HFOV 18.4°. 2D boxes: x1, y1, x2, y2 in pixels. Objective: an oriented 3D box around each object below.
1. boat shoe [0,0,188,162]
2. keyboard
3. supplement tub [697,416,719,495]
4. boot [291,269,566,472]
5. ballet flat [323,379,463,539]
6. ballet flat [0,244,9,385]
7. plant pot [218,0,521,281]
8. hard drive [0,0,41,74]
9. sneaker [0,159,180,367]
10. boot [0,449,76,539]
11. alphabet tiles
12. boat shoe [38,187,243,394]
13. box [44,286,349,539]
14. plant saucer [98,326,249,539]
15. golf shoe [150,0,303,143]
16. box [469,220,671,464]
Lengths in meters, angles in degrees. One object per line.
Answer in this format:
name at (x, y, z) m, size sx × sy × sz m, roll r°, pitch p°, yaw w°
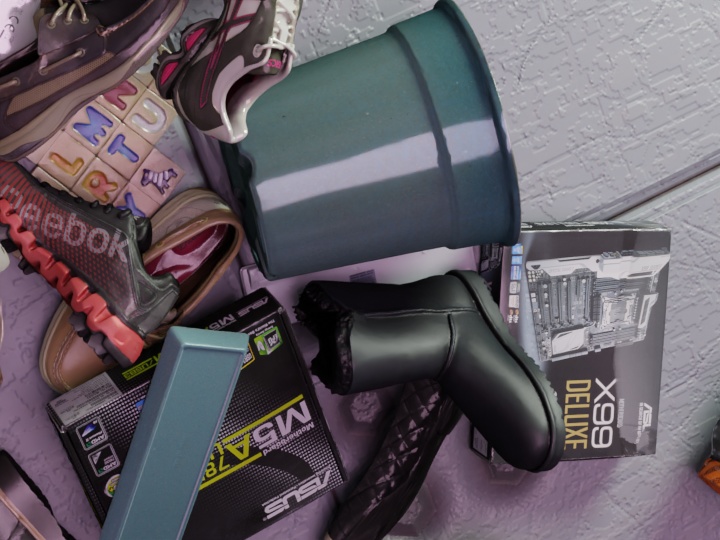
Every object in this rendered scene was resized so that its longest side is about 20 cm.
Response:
boat shoe at (-0.210, -0.164, 1.625) m, size 0.200 × 0.075 × 0.073 m, roll -40°, pitch 114°, yaw 6°
keyboard at (0.000, 0.000, 1.818) m, size 0.200 × 0.011 × 0.056 m, roll -15°, pitch 111°, yaw -16°
supplement tub at (0.388, 0.125, 1.924) m, size 0.122 × 0.123 × 0.200 m, roll 38°, pitch 87°, yaw -23°
boot at (0.051, 0.085, 1.755) m, size 0.168 × 0.200 × 0.076 m, roll -7°, pitch 145°, yaw -33°
ballet flat at (0.024, 0.160, 1.844) m, size 0.200 × 0.057 × 0.066 m, roll -58°, pitch 155°, yaw 0°
ballet flat at (-0.291, 0.015, 1.636) m, size 0.065 × 0.070 × 0.200 m, roll -31°, pitch 137°, yaw -52°
plant pot at (0.000, -0.088, 1.709) m, size 0.196 × 0.200 × 0.201 m, roll -16°, pitch 106°, yaw -9°
hard drive at (-0.282, -0.230, 1.652) m, size 0.200 × 0.027 × 0.132 m, roll 28°, pitch 91°, yaw -21°
sneaker at (-0.213, -0.026, 1.667) m, size 0.098 × 0.071 × 0.200 m, roll -42°, pitch 83°, yaw -7°
boot at (-0.275, 0.259, 1.741) m, size 0.138 × 0.077 × 0.200 m, roll -36°, pitch 98°, yaw -5°
alphabet tiles at (-0.218, -0.098, 1.717) m, size 0.167 × 0.008 × 0.200 m, roll 38°, pitch 87°, yaw -22°
boat shoe at (-0.169, 0.020, 1.723) m, size 0.200 × 0.066 × 0.074 m, roll -50°, pitch 121°, yaw -4°
box at (-0.125, 0.137, 1.750) m, size 0.200 × 0.048 × 0.193 m, roll -28°, pitch 125°, yaw -13°
plant saucer at (-0.142, 0.136, 1.701) m, size 0.070 × 0.019 × 0.200 m, roll 7°, pitch 115°, yaw -32°
golf shoe at (-0.067, -0.186, 1.612) m, size 0.077 × 0.088 × 0.200 m, roll 11°, pitch 116°, yaw -49°
box at (0.177, 0.059, 1.871) m, size 0.157 × 0.050 × 0.200 m, roll -1°, pitch 101°, yaw -20°
